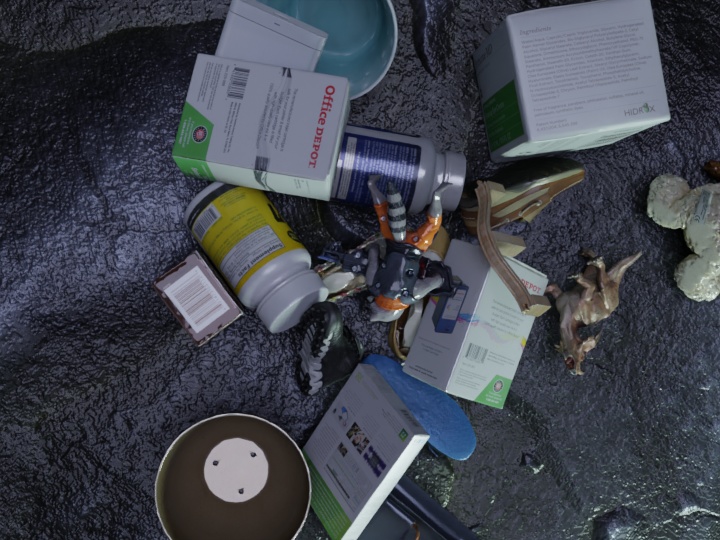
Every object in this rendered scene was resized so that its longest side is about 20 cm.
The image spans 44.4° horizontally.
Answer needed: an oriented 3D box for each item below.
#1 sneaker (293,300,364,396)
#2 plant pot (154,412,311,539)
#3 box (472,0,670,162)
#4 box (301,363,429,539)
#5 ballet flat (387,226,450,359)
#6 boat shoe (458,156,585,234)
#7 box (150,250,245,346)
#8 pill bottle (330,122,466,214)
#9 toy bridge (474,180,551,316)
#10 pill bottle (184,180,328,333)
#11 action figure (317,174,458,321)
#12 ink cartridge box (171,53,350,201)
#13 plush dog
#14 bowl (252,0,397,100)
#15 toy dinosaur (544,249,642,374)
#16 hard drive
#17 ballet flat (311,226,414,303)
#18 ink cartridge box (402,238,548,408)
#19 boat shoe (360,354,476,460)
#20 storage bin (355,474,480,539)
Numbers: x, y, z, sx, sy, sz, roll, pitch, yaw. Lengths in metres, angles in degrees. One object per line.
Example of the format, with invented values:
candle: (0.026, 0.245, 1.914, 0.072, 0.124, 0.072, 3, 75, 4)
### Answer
sneaker: (-0.036, 0.098, 1.201, 0.090, 0.200, 0.067, -15, 58, -21)
plant pot: (-0.169, 0.284, 1.196, 0.200, 0.134, 0.201, 0, 89, -6)
box: (0.281, -0.257, 1.214, 0.200, 0.199, 0.172, -9, 90, -6)
box: (-0.007, 0.247, 1.187, 0.036, 0.144, 0.200, 16, 114, -44)
ballet flat: (0.087, 0.034, 1.240, 0.068, 0.063, 0.200, 11, 102, -3)
boat shoe: (0.230, -0.108, 1.279, 0.200, 0.076, 0.074, -19, 120, -14)
box: (-0.207, 0.035, 1.160, 0.075, 0.200, 0.100, -37, 94, -7)
pill bottle: (0.040, -0.139, 1.232, 0.200, 0.111, 0.111, 9, 89, -6)
toy bridge: (0.184, -0.035, 1.146, 0.067, 0.027, 0.200, 9, 53, -40)
pill bottle: (-0.138, -0.022, 1.184, 0.114, 0.114, 0.200, -36, 75, -5)
action figure: (0.027, -0.026, 1.154, 0.200, 0.105, 0.194, 7, 101, 17)
ink cartridge box: (-0.122, -0.181, 1.132, 0.200, 0.084, 0.146, 11, 76, 4)
plush dog: (0.539, -0.075, 1.283, 0.172, 0.160, 0.200, -28, 95, -32)
bowl: (-0.040, -0.340, 1.206, 0.200, 0.105, 0.201, 5, 120, 9)
toy dinosaur: (0.333, 0.052, 1.282, 0.200, 0.086, 0.136, -34, 101, -18)
hard drive: (-0.140, -0.254, 1.199, 0.132, 0.027, 0.200, 23, 122, -4)
ballet flat: (0.000, 0.000, 1.251, 0.200, 0.064, 0.076, -30, 94, -6)
ink cartridge box: (0.163, 0.074, 1.226, 0.145, 0.087, 0.200, 22, 89, -45)
boat shoe: (0.083, 0.189, 1.261, 0.084, 0.069, 0.200, -43, 89, -18)
storage bin: (0.062, 0.390, 1.227, 0.200, 0.146, 0.134, 39, 96, -5)
